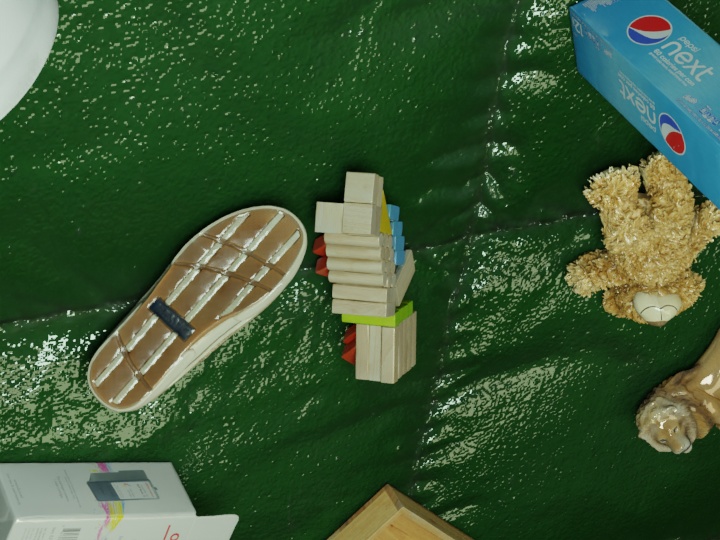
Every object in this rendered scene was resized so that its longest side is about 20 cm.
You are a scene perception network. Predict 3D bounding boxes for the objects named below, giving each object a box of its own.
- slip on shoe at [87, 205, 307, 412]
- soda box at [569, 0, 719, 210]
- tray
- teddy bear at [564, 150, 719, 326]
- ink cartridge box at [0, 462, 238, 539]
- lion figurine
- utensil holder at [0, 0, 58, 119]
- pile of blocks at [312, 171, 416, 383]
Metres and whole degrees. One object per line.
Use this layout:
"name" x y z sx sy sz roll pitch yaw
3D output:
"slip on shoe" -0.121 0.028 1.220 0.200 0.076 0.061 -47 177 0
"soda box" 0.235 -0.134 1.198 0.064 0.200 0.068 -26 137 -10
"tray" 0.050 0.281 1.566 0.099 0.037 0.200 -43 138 7
"teddy bear" 0.250 -0.022 1.406 0.144 0.067 0.201 -11 131 -21
"ink cartridge box" -0.212 0.219 1.319 0.199 0.067 0.118 5 123 -34
"lion figurine" 0.356 0.098 1.589 0.122 0.072 0.201 29 95 -31
"utensil holder" -0.280 -0.175 0.857 0.169 0.170 0.200 -33 136 -3
"pile of blocks" 0.000 0.000 1.282 0.062 0.082 0.201 5 127 19
